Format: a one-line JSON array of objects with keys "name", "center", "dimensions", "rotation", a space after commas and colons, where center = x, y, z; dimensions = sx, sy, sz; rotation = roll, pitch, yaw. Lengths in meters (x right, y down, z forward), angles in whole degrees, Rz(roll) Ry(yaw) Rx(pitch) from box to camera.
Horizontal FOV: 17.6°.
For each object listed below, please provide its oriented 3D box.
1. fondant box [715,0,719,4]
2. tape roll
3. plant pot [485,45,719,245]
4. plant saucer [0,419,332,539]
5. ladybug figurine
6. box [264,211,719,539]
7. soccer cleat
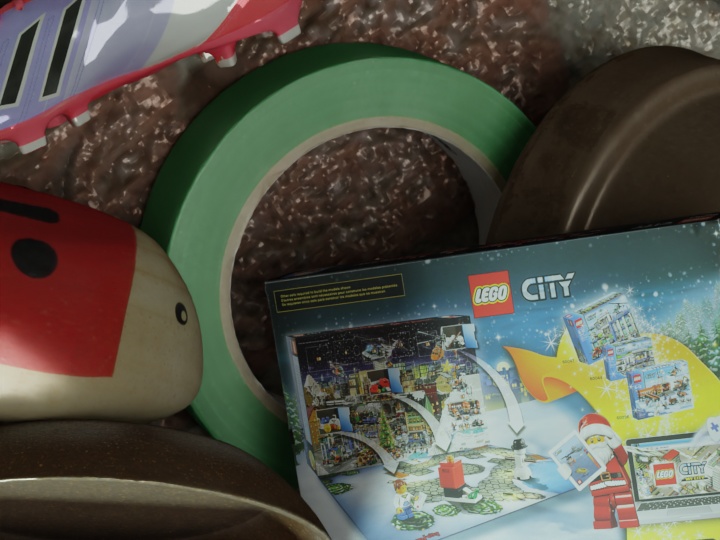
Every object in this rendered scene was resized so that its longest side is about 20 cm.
[{"name": "fondant box", "center": [0.197, -0.232, 1.065], "dimensions": [0.144, 0.058, 0.201], "rotation": [37, 87, -25]}, {"name": "tape roll", "center": [0.000, 0.000, 1.049], "dimensions": [0.199, 0.048, 0.202], "rotation": [-5, 105, -20]}, {"name": "plant pot", "center": [0.178, 0.014, 1.021], "dimensions": [0.199, 0.174, 0.202], "rotation": [-17, 115, -40]}, {"name": "plant saucer", "center": [-0.108, 0.101, 0.947], "dimensions": [0.199, 0.200, 0.037], "rotation": [11, 65, -23]}, {"name": "ladybug figurine", "center": [-0.155, 0.006, 0.937], "dimensions": [0.199, 0.136, 0.072], "rotation": [11, 108, -17]}, {"name": "box", "center": [0.067, 0.057, 0.963], "dimensions": [0.199, 0.038, 0.138], "rotation": [-7, 94, 22]}, {"name": "soccer cleat", "center": [-0.117, -0.103, 0.971], "dimensions": [0.199, 0.067, 0.077], "rotation": [-23, 104, -18]}]
